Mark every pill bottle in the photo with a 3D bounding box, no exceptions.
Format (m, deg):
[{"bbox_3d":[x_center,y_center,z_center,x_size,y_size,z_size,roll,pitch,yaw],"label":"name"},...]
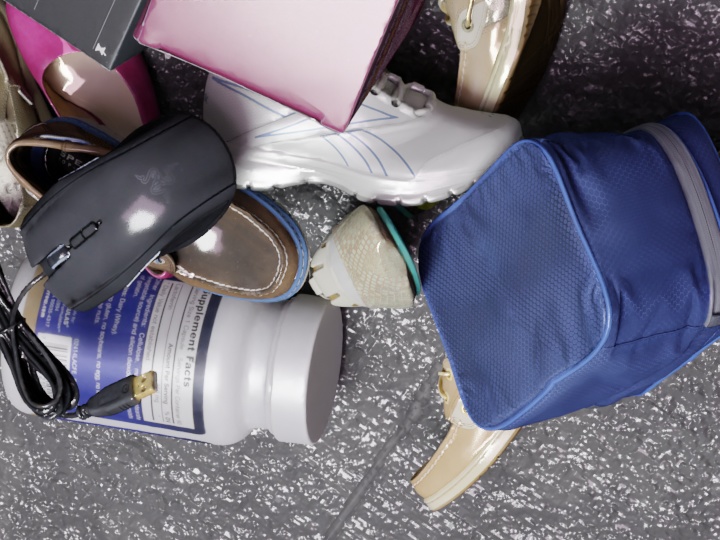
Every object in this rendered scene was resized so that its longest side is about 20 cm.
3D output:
[{"bbox_3d":[-0.118,0.050,1.664,0.200,0.116,0.116,9,118,11],"label":"pill bottle"}]

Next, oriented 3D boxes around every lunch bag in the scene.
[{"bbox_3d":[0.134,0.004,1.495,0.200,0.132,0.136,-42,62,57],"label":"lunch bag"}]

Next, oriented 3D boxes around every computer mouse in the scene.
[{"bbox_3d":[-0.145,0.006,1.503,0.200,0.046,0.140,-29,88,23],"label":"computer mouse"}]

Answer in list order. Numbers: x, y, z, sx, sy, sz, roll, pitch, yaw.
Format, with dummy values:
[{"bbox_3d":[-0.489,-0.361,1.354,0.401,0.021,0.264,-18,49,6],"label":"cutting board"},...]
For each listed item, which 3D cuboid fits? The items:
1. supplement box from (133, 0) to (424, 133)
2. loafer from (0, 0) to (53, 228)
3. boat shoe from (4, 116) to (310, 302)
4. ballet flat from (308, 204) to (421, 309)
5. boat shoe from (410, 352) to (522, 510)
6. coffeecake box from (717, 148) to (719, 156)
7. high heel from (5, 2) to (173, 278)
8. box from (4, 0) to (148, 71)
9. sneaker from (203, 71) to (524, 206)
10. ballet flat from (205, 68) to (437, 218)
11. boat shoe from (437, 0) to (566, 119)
[{"bbox_3d":[-0.027,-0.179,1.476,0.131,0.200,0.103,25,120,1],"label":"supplement box"},{"bbox_3d":[-0.244,-0.112,1.646,0.076,0.067,0.200,-24,108,24],"label":"loafer"},{"bbox_3d":[-0.127,-0.030,1.554,0.200,0.072,0.072,23,107,21],"label":"boat shoe"},{"bbox_3d":[0.000,0.000,1.561,0.062,0.200,0.067,-28,89,1],"label":"ballet flat"},{"bbox_3d":[0.084,0.062,1.644,0.069,0.074,0.200,36,110,-1],"label":"boat shoe"},{"bbox_3d":[0.313,-0.036,1.526,0.200,0.073,0.154,33,119,-3],"label":"coffeecake box"},{"bbox_3d":[-0.163,-0.086,1.619,0.067,0.096,0.200,-26,107,25],"label":"high heel"},{"bbox_3d":[-0.151,-0.243,1.539,0.141,0.079,0.200,35,121,11],"label":"box"},{"bbox_3d":[-0.003,-0.088,1.519,0.200,0.075,0.087,4,111,12],"label":"sneaker"},{"bbox_3d":[-0.024,-0.112,1.595,0.200,0.067,0.067,36,98,-7],"label":"ballet flat"},{"bbox_3d":[0.082,-0.163,1.532,0.065,0.072,0.200,25,122,18],"label":"boat shoe"}]
